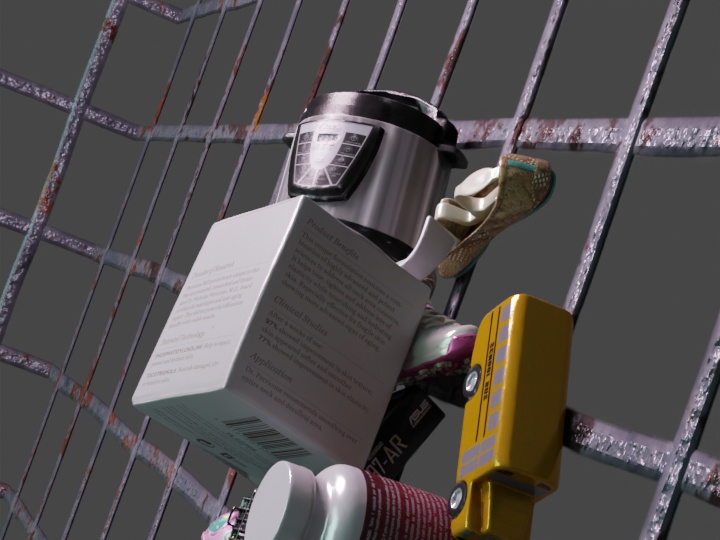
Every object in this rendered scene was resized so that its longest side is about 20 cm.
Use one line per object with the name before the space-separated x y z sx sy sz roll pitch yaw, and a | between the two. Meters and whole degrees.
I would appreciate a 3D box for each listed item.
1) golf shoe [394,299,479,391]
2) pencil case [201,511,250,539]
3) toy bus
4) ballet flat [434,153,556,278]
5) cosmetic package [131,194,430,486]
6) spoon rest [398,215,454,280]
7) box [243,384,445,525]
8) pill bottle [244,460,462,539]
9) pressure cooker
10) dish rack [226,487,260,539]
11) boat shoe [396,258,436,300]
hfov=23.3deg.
golf shoe | 0.053 0.062 1.644 0.200 0.075 0.092 -23 73 63
pencil case | -0.134 0.355 1.870 0.088 0.087 0.201 -55 23 34
toy bus | 0.126 0.127 1.430 0.078 0.065 0.202 -40 34 52
ballet flat | 0.109 -0.057 1.659 0.200 0.065 0.071 -45 27 49
cosmetic package | -0.071 0.069 1.595 0.166 0.167 0.201 -14 46 53
spoon rest | 0.000 0.000 1.695 0.199 0.099 0.061 -17 42 43
box | -0.019 0.194 1.678 0.160 0.044 0.200 -47 8 -24
pill bottle | 0.012 0.226 1.429 0.113 0.199 0.114 -53 25 37
pressure cooker | 0.004 -0.096 1.822 0.178 0.175 0.202 150 138 -67
dish rack | -0.100 0.300 1.603 0.153 0.054 0.202 -6 63 66
boat shoe | 0.021 0.059 1.781 0.200 0.071 0.060 -46 44 42
